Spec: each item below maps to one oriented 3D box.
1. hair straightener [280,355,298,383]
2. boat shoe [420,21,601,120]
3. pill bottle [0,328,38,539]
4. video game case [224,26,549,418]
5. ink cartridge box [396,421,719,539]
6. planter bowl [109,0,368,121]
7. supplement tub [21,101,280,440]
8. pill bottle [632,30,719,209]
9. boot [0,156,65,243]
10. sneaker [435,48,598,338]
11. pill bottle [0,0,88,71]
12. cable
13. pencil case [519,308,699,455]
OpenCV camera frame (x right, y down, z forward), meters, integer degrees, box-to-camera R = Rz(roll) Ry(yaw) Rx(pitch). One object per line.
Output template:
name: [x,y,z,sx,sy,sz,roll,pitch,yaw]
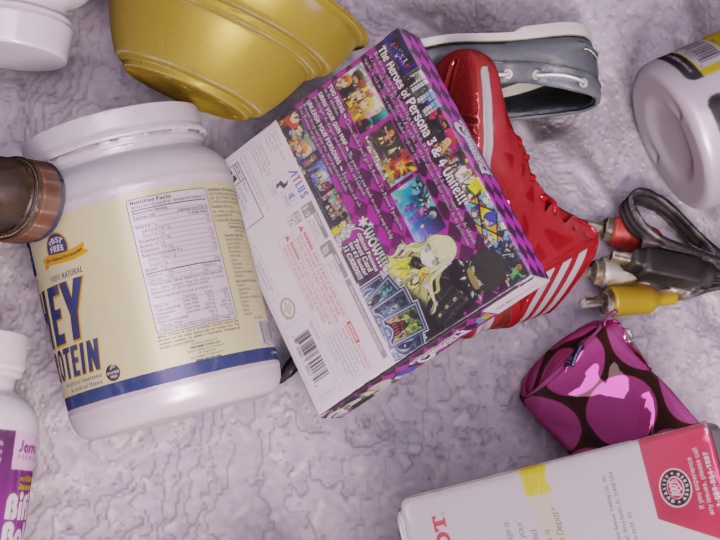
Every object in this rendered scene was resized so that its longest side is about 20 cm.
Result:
hair straightener: [0.000,0.000,1.171,0.077,0.041,0.200,35,82,-2]
boat shoe: [0.079,-0.128,1.176,0.199,0.073,0.062,-12,70,-13]
pill bottle: [-0.272,0.137,1.088,0.112,0.112,0.201,7,83,-6]
video game case: [0.006,-0.031,1.110,0.181,0.036,0.200,-35,68,22]
ink cartridge box: [0.139,0.186,1.020,0.199,0.083,0.146,-15,81,15]
planter bowl: [-0.101,-0.154,1.098,0.200,0.200,0.084,22,84,-4]
supplement tub: [-0.143,0.001,1.102,0.144,0.145,0.201,-14,85,-8]
pill bottle: [0.308,-0.132,1.186,0.199,0.114,0.115,-24,87,-8]
boot: [-0.290,-0.040,1.064,0.097,0.200,0.075,11,69,-49]
sneaker: [0.105,-0.059,1.164,0.115,0.078,0.201,-9,108,-32]
pill bottle: [-0.232,-0.245,1.137,0.112,0.112,0.201,7,83,-6]
cable: [0.251,0.002,1.212,0.199,0.050,0.097,14,65,-17]
pencil case: [0.206,0.126,1.156,0.094,0.091,0.200,-43,93,4]
